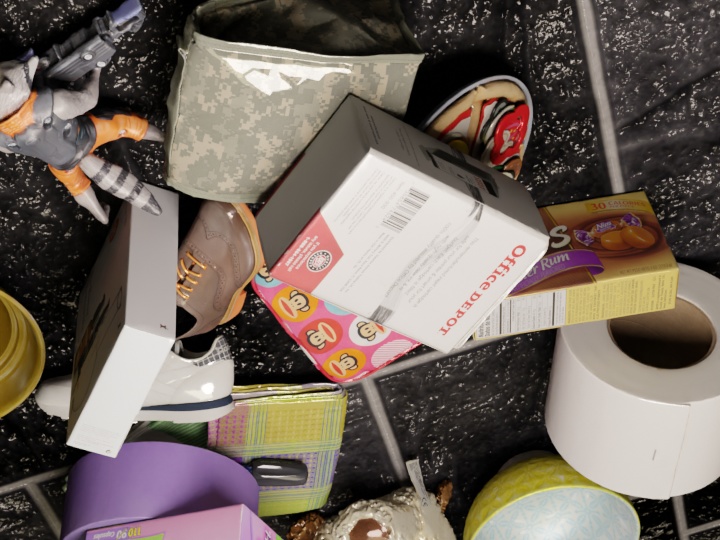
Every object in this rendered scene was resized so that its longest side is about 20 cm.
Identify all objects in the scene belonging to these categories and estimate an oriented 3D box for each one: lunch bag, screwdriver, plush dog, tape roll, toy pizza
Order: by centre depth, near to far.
[{"bbox_3d":[-0.068,-0.148,1.439,0.198,0.118,0.165,-2,134,-20],"label":"lunch bag"},{"bbox_3d":[0.091,-0.082,1.530,0.200,0.032,0.201,-36,148,-27],"label":"toy pizza"},{"bbox_3d":[0.000,0.000,1.625,0.175,0.082,0.200,-30,131,8],"label":"lunch bag"},{"bbox_3d":[0.289,0.106,1.704,0.201,0.204,0.140,-5,134,-9],"label":"tape roll"},{"bbox_3d":[-0.203,0.257,1.740,0.198,0.086,0.201,2,147,1],"label":"tape roll"},{"bbox_3d":[-0.151,0.207,1.749,0.198,0.029,0.028,1,134,-15],"label":"screwdriver"},{"bbox_3d":[0.015,0.306,1.890,0.171,0.161,0.200,-21,120,31],"label":"plush dog"}]

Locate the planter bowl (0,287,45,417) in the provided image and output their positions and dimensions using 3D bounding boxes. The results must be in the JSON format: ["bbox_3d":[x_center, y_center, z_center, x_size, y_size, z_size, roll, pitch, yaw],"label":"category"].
[{"bbox_3d":[-0.390,0.052,1.570,0.198,0.084,0.202,-6,133,-7],"label":"planter bowl"}]

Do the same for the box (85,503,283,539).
[{"bbox_3d":[-0.149,0.323,1.674,0.175,0.097,0.200,-13,145,21],"label":"box"}]

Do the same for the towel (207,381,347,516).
[{"bbox_3d":[-0.091,0.187,1.780,0.142,0.023,0.201,-4,135,-11],"label":"towel"}]

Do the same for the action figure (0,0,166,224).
[{"bbox_3d":[-0.230,-0.130,1.431,0.199,0.105,0.193,-36,140,24],"label":"action figure"}]

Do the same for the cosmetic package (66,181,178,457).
[{"bbox_3d":[-0.210,0.040,1.521,0.051,0.201,0.151,19,126,-20],"label":"cosmetic package"}]

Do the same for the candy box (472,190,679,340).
[{"bbox_3d":[0.191,-0.006,1.635,0.198,0.117,0.057,-8,134,-5],"label":"candy box"}]

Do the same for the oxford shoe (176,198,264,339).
[{"bbox_3d":[-0.137,0.000,1.533,0.073,0.071,0.201,-36,158,-31],"label":"oxford shoe"}]

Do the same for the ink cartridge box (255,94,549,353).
[{"bbox_3d":[0.035,-0.035,1.434,0.199,0.083,0.147,24,120,-32],"label":"ink cartridge box"}]

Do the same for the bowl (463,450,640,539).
[{"bbox_3d":[0.200,0.264,1.893,0.198,0.108,0.201,-7,134,-7],"label":"bowl"}]

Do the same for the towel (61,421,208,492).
[{"bbox_3d":[-0.194,0.204,1.800,0.199,0.023,0.152,-37,131,19],"label":"towel"}]

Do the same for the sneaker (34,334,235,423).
[{"bbox_3d":[-0.221,0.104,1.678,0.198,0.076,0.081,-3,102,2],"label":"sneaker"}]
